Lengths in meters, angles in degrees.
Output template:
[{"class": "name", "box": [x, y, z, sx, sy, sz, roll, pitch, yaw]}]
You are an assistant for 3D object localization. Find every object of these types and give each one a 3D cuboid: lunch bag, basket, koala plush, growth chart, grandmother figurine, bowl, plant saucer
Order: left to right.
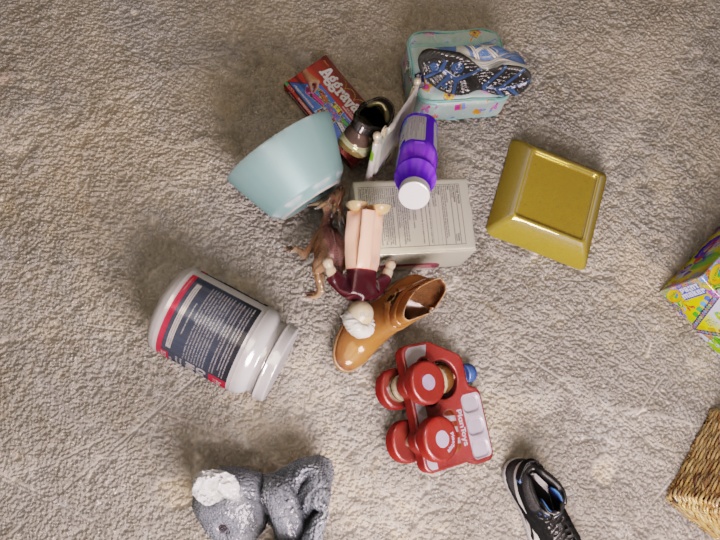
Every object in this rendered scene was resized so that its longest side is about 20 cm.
[{"class": "koala plush", "box": [-0.149, 0.340, 0.860, 0.196, 0.178, 0.187, 16, 63, -2]}, {"class": "bowl", "box": [-0.107, -0.157, 0.976, 0.199, 0.201, 0.106, -33, 94, -13]}, {"class": "grandmother figurine", "box": [0.000, 0.000, 0.903, 0.119, 0.061, 0.204, 3, 86, -13]}, {"class": "growth chart", "box": [0.055, -0.230, 1.013, 0.018, 0.146, 0.201, 26, 54, 7]}, {"class": "lunch bag", "box": [0.173, -0.368, 1.113, 0.196, 0.077, 0.164, -4, 77, -9]}, {"class": "plant saucer", "box": [0.349, -0.129, 1.091, 0.197, 0.048, 0.203, 20, 75, -2]}, {"class": "basket", "box": [0.622, 0.335, 0.957, 0.142, 0.149, 0.201, 38, 74, 4]}]

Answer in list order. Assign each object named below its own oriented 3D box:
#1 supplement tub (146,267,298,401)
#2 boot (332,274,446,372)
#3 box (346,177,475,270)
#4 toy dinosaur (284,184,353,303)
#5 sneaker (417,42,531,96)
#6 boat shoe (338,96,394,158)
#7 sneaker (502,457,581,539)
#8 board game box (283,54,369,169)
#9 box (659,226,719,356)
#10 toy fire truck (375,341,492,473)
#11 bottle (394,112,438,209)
[{"class": "supplement tub", "box": [-0.209, 0.098, 0.918, 0.198, 0.141, 0.142, 27, 74, 1]}, {"class": "boot", "box": [0.042, 0.080, 0.940, 0.074, 0.154, 0.201, 43, 74, -12]}, {"class": "box", "box": [0.081, -0.075, 1.013, 0.196, 0.109, 0.130, -3, 76, -8]}, {"class": "toy dinosaur", "box": [-0.049, -0.039, 0.962, 0.085, 0.136, 0.202, 2, 47, -31]}, {"class": "sneaker", "box": [0.195, -0.355, 1.046, 0.196, 0.076, 0.078, 9, 52, -6]}, {"class": "boat shoe", "box": [0.026, -0.256, 1.020, 0.073, 0.065, 0.201, 35, 39, -7]}, {"class": "sneaker", "box": [0.295, 0.388, 0.922, 0.072, 0.112, 0.202, -31, 81, -12]}, {"class": "board game box", "box": [-0.041, -0.292, 1.099, 0.102, 0.019, 0.201, -38, 83, -15]}, {"class": "box", "box": [0.685, 0.032, 1.053, 0.199, 0.122, 0.193, -40, 84, -14]}, {"class": "toy fire truck", "box": [0.126, 0.216, 0.959, 0.165, 0.112, 0.204, -4, 76, -33]}, {"class": "bottle", "box": [0.088, -0.171, 0.941, 0.064, 0.085, 0.202, 7, 41, 2]}]
